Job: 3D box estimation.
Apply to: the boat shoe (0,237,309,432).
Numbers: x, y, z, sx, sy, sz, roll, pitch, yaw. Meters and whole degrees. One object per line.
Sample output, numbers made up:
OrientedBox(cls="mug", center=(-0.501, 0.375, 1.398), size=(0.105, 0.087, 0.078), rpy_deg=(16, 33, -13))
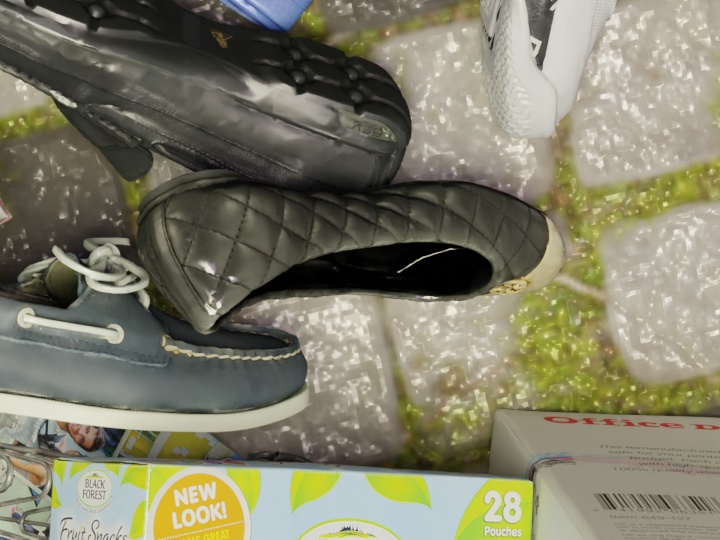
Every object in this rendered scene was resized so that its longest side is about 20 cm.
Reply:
OrientedBox(cls="boat shoe", center=(-0.107, 0.020, 1.002), size=(0.200, 0.075, 0.062), rpy_deg=(4, 96, -24))

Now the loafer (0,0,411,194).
OrientedBox(cls="loafer", center=(-0.080, -0.065, 1.046), size=(0.200, 0.068, 0.070), rpy_deg=(20, 119, -13))

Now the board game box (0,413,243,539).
OrientedBox(cls="board game box", center=(-0.126, 0.130, 1.041), size=(0.135, 0.029, 0.200), rpy_deg=(38, 68, -25))

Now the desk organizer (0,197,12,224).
OrientedBox(cls="desk organizer", center=(-0.207, -0.091, 1.024), size=(0.072, 0.077, 0.200), rpy_deg=(-31, 102, -1))

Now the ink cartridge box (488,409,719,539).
OrientedBox(cls="ink cartridge box", center=(0.129, 0.145, 1.041), size=(0.147, 0.200, 0.145), rpy_deg=(3, 102, -7))

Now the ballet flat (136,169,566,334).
OrientedBox(cls="ballet flat", center=(0.000, 0.000, 1.034), size=(0.200, 0.066, 0.057), rpy_deg=(1, 62, -43))

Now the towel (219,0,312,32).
OrientedBox(cls="towel", center=(-0.030, -0.204, 1.052), size=(0.145, 0.024, 0.200), rpy_deg=(35, 94, -12))

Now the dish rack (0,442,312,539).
OrientedBox(cls="dish rack", center=(-0.109, 0.129, 0.995), size=(0.200, 0.055, 0.154), rpy_deg=(13, 80, -39))

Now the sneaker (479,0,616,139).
OrientedBox(cls="sneaker", center=(0.113, -0.140, 1.053), size=(0.115, 0.075, 0.200), rpy_deg=(9, 99, -8))

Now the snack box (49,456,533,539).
OrientedBox(cls="snack box", center=(-0.026, 0.166, 0.985), size=(0.169, 0.068, 0.200), rpy_deg=(5, 85, -37))
